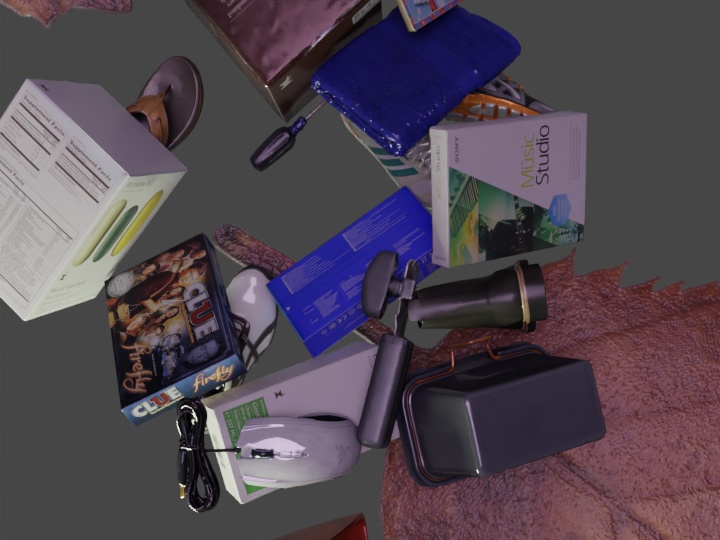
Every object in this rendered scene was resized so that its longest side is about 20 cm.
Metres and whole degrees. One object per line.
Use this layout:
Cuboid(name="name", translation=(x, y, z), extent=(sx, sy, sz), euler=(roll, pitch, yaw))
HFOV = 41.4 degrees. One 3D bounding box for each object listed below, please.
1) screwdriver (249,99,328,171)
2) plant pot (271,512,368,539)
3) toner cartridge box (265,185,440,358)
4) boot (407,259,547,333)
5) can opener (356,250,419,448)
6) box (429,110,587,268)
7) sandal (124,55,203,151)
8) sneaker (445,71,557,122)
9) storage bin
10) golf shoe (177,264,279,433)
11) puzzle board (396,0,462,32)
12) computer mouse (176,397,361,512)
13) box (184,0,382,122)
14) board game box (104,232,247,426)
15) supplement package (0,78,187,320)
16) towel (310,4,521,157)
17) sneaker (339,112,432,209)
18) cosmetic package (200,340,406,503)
Cuboid(name="screwdriver", translation=(-0.055, -0.192, 1.122), extent=(0.200, 0.028, 0.029), euler=(-46, 122, 3))
Cuboid(name="plant pot", translation=(-0.087, 0.386, 1.008), extent=(0.172, 0.200, 0.205), euler=(-9, 85, 13))
Cuboid(name="toner cartridge box", translation=(0.000, 0.000, 1.072), extent=(0.198, 0.043, 0.095), euler=(-35, 54, -5))
Cuboid(name="boot", translation=(0.118, 0.033, 1.013), extent=(0.135, 0.200, 0.079), euler=(-9, 79, 3))
Cuboid(name="can opener", translation=(0.021, 0.082, 1.004), extent=(0.065, 0.053, 0.204), euler=(13, 84, 14))
Cuboid(name="box", translation=(0.163, -0.091, 1.032), extent=(0.196, 0.036, 0.148), euler=(-11, 107, -29))
Cuboid(name="sandal", translation=(-0.260, -0.166, 1.121), extent=(0.082, 0.055, 0.200), euler=(44, 90, 7))
Cuboid(name="sneaker", translation=(0.140, -0.207, 1.095), extent=(0.196, 0.078, 0.079), euler=(20, 68, -2))
Cuboid(name="storage bin", translation=(0.152, 0.142, 1.000), extent=(0.196, 0.134, 0.149), euler=(-12, 88, -22))
Cuboid(name="golf shoe", translation=(-0.149, 0.089, 1.077), extent=(0.076, 0.095, 0.204), euler=(20, 85, 6))
Cuboid(name="puzzle board", translation=(0.058, -0.372, 1.002), extent=(0.150, 0.017, 0.203), euler=(-40, 113, -41))
Cuboid(name="computer mouse", translation=(-0.086, 0.180, 0.955), extent=(0.196, 0.044, 0.112), euler=(0, 89, -20))
Cuboid(name="box", translation=(-0.096, -0.310, 1.068), extent=(0.165, 0.164, 0.201), euler=(-40, 85, -1))
Cuboid(name="board game box", translation=(-0.209, 0.059, 1.052), extent=(0.133, 0.035, 0.202), euler=(-25, 45, 1))
Cuboid(name="supplement package", translation=(-0.326, -0.081, 1.046), extent=(0.150, 0.152, 0.201), euler=(42, 105, 5))
Cuboid(name="towel", translation=(0.060, -0.219, 1.038), extent=(0.199, 0.050, 0.147), euler=(-41, 65, -21))
Cuboid(name="sneaker", translation=(0.050, -0.143, 1.083), extent=(0.200, 0.093, 0.070), euler=(44, 89, 6))
Cuboid(name="cosmetic package", translation=(-0.062, 0.159, 1.033), extent=(0.197, 0.085, 0.110), euler=(-20, 95, -19))
